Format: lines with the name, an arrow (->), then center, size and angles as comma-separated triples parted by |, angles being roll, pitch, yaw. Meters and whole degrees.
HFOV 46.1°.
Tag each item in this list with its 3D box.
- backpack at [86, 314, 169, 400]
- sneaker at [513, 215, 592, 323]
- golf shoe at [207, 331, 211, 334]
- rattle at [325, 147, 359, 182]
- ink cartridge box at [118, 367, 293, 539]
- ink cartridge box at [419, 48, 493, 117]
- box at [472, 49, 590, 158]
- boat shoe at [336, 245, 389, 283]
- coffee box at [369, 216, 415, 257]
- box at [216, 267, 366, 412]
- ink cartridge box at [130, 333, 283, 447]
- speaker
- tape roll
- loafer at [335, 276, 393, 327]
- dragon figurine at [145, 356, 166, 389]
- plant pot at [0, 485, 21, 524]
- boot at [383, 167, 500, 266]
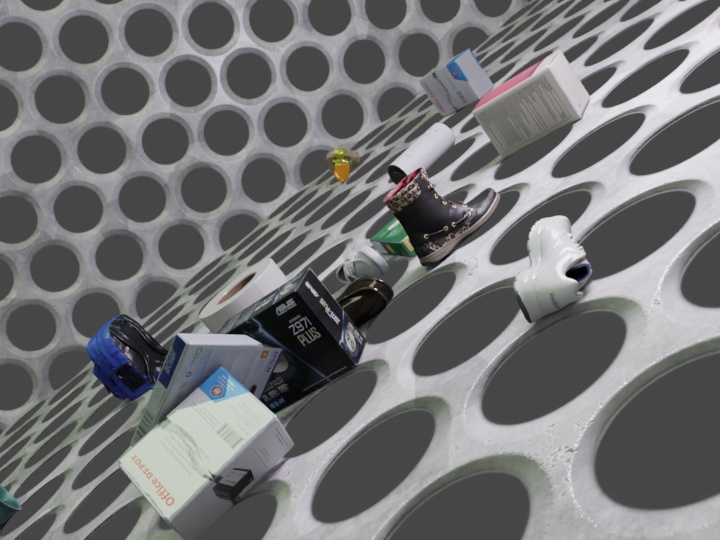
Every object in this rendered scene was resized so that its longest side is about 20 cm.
backpack -> -0.642, 0.236, 2.284 | 0.167, 0.200, 0.163 | -34, 15, 16
sneaker -> 0.259, -0.007, 1.091 | 0.087, 0.075, 0.200 | -15, 30, 30
golf shoe -> -0.344, 0.187, 1.975 | 0.200, 0.073, 0.092 | -39, 18, 40
rattle -> -0.071, -0.355, 3.109 | 0.130, 0.144, 0.200 | -9, -16, -24
ink cartridge box -> -0.220, 0.262, 1.214 | 0.200, 0.084, 0.145 | -42, 50, -18
ink cartridge box -> 0.301, -0.590, 2.675 | 0.084, 0.145, 0.200 | -45, 15, -27
box -> 0.358, -0.347, 1.780 | 0.200, 0.128, 0.109 | -26, 17, 38
boat shoe -> 0.000, 0.000, 1.715 | 0.065, 0.074, 0.200 | -46, 5, -14
coffee box -> 0.102, -0.083, 1.753 | 0.123, 0.044, 0.200 | -42, 14, -12
box -> -0.119, 0.120, 1.407 | 0.200, 0.164, 0.086 | -31, 15, 25
ink cartridge box -> -0.236, 0.192, 1.315 | 0.041, 0.200, 0.200 | 34, 105, 36
speaker -> 0.161, -0.304, 2.243 | 0.200, 0.081, 0.081 | -45, 15, -26
tape roll -> -0.228, 0.090, 1.833 | 0.202, 0.139, 0.203 | -35, 14, 10
loafer -> -0.020, 0.081, 1.506 | 0.200, 0.073, 0.071 | -35, 23, 35
dragon figurine -> -0.470, 0.265, 2.008 | 0.200, 0.059, 0.100 | -22, 47, 53
plant pot -> -0.949, 0.582, 2.001 | 0.196, 0.200, 0.200 | -51, 17, -18
boot -> 0.147, -0.123, 1.538 | 0.200, 0.151, 0.073 | -41, 14, -11
